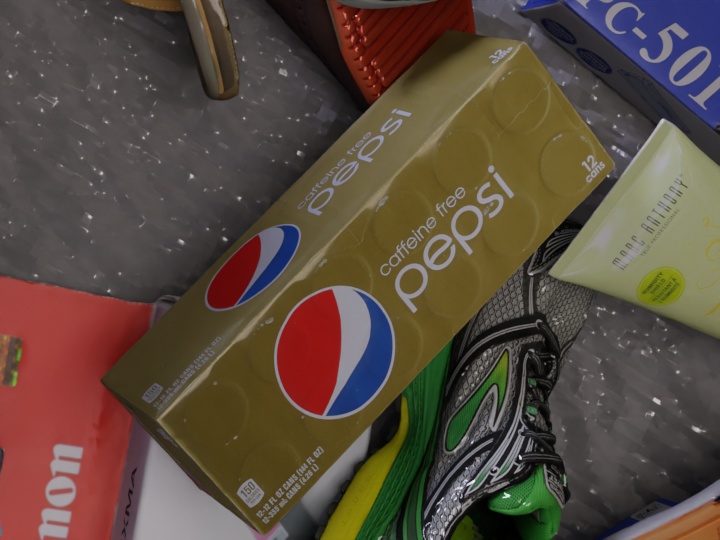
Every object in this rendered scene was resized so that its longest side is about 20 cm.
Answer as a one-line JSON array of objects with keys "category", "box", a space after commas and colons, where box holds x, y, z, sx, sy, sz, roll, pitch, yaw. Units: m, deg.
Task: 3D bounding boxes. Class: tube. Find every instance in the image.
[{"category": "tube", "box": [0.167, 0.006, 0.855, 0.199, 0.052, 0.059, 26, 67, -36]}]

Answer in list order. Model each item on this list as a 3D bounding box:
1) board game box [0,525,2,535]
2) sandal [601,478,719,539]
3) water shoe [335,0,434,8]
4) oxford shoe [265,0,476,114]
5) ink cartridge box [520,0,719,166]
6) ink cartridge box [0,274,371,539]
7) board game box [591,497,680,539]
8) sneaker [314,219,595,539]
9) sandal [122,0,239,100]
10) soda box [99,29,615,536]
[{"category": "board game box", "box": [-0.193, 0.006, 0.682, 0.102, 0.105, 0.201, -17, 137, -17]}, {"category": "sandal", "box": [0.171, 0.122, 0.842, 0.206, 0.059, 0.080, -25, 100, -24]}, {"category": "water shoe", "box": [0.073, -0.148, 0.771, 0.199, 0.079, 0.072, -20, 108, -24]}, {"category": "oxford shoe", "box": [-0.015, -0.130, 0.815, 0.071, 0.072, 0.201, -47, 124, -29]}, {"category": "ink cartridge box", "box": [0.175, -0.091, 0.886, 0.200, 0.044, 0.094, 37, 80, -17]}, {"category": "ink cartridge box", "box": [-0.092, 0.109, 0.808, 0.172, 0.044, 0.202, 10, 90, -20]}, {"category": "board game box", "box": [0.126, 0.222, 0.887, 0.134, 0.045, 0.201, -28, 102, -16]}, {"category": "sneaker", "box": [0.057, 0.070, 0.816, 0.078, 0.085, 0.201, 44, 62, -43]}, {"category": "sandal", "box": [-0.103, -0.152, 0.775, 0.054, 0.080, 0.201, -29, 101, 1]}, {"category": "soda box", "box": [0.000, 0.000, 0.774, 0.200, 0.064, 0.068, -46, 116, -12]}]
